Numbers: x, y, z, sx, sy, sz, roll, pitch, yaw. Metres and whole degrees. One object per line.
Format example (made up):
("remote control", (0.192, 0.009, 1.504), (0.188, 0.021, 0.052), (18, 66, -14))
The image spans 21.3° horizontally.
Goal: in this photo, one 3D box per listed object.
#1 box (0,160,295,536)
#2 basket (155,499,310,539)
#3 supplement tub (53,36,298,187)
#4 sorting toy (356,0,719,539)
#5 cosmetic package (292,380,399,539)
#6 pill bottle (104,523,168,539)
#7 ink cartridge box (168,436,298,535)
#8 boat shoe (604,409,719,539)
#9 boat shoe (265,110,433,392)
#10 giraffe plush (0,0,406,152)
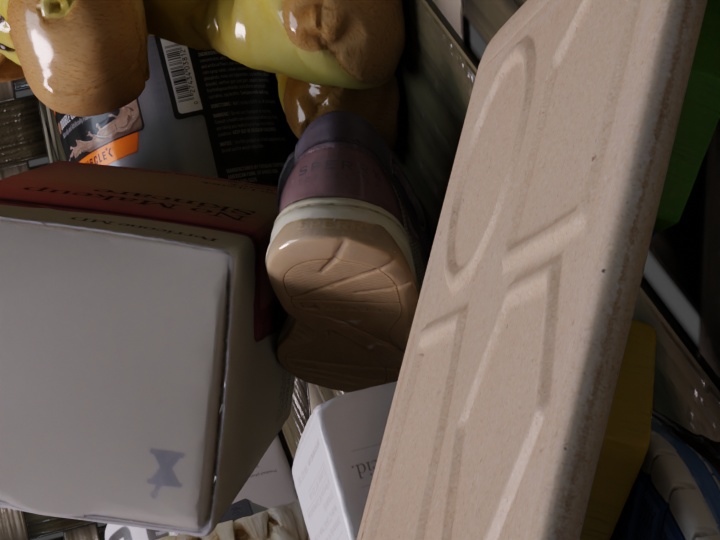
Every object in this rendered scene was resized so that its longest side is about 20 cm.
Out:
("box", (-0.098, 0.023, 0.789), (0.200, 0.126, 0.110), (-53, -30, -80))
("basket", (-0.002, 0.220, 0.772), (0.199, 0.159, 0.201), (-115, 18, -47))
("supplement tub", (-0.097, -0.105, 0.955), (0.123, 0.121, 0.202), (128, 128, -75))
("sorting toy", (0.041, 0.006, 0.444), (0.185, 0.036, 0.202), (143, 147, -77))
("cosmetic package", (0.053, 0.130, 0.556), (0.074, 0.101, 0.202), (110, 144, -68))
("pill bottle", (-0.145, 0.247, 1.572), (0.114, 0.113, 0.202), (102, 153, -63))
("ink cartridge box", (-0.068, 0.220, 1.250), (0.146, 0.083, 0.201), (88, 164, -45))
("boat shoe", (0.082, 0.068, 0.414), (0.200, 0.072, 0.073), (-109, 29, -74))
("boat shoe", (0.000, 0.000, 0.760), (0.200, 0.071, 0.065), (75, -158, -69))
("giraffe plush", (-0.085, -0.125, 0.776), (0.200, 0.160, 0.174), (-126, 26, -61))
